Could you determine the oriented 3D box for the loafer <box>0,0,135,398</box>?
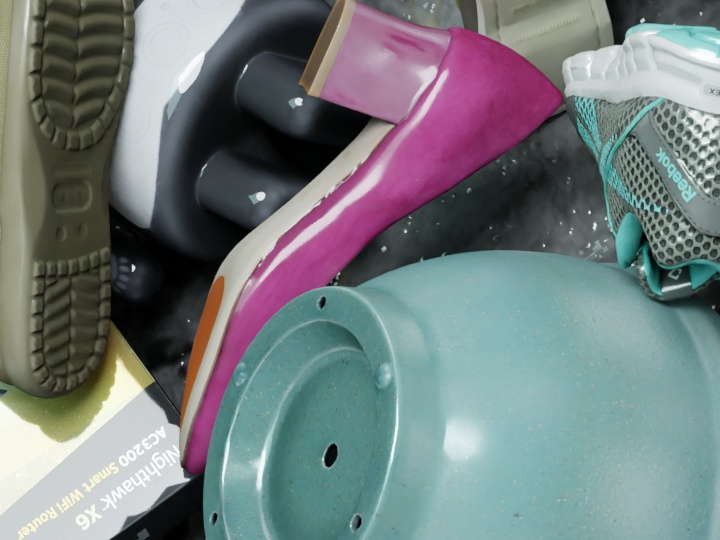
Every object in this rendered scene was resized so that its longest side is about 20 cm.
[{"bbox_3d":[-0.135,-0.053,0.980,0.067,0.076,0.201,4,89,28],"label":"loafer"}]

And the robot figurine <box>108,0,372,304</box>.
[{"bbox_3d":[-0.081,-0.080,1.068,0.200,0.125,0.150,29,63,32],"label":"robot figurine"}]

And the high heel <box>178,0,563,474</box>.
[{"bbox_3d":[0.000,0.000,0.970,0.067,0.096,0.201,-103,36,-70],"label":"high heel"}]

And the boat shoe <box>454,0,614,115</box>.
[{"bbox_3d":[0.064,-0.135,0.963,0.072,0.200,0.060,-20,61,-7],"label":"boat shoe"}]

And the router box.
[{"bbox_3d":[-0.180,0.081,1.027,0.200,0.052,0.157,-36,75,-9],"label":"router box"}]

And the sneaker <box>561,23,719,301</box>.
[{"bbox_3d":[0.109,-0.035,0.912,0.077,0.200,0.092,6,89,1],"label":"sneaker"}]

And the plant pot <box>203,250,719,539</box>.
[{"bbox_3d":[0.028,0.078,0.912,0.200,0.134,0.201,-31,51,46],"label":"plant pot"}]
